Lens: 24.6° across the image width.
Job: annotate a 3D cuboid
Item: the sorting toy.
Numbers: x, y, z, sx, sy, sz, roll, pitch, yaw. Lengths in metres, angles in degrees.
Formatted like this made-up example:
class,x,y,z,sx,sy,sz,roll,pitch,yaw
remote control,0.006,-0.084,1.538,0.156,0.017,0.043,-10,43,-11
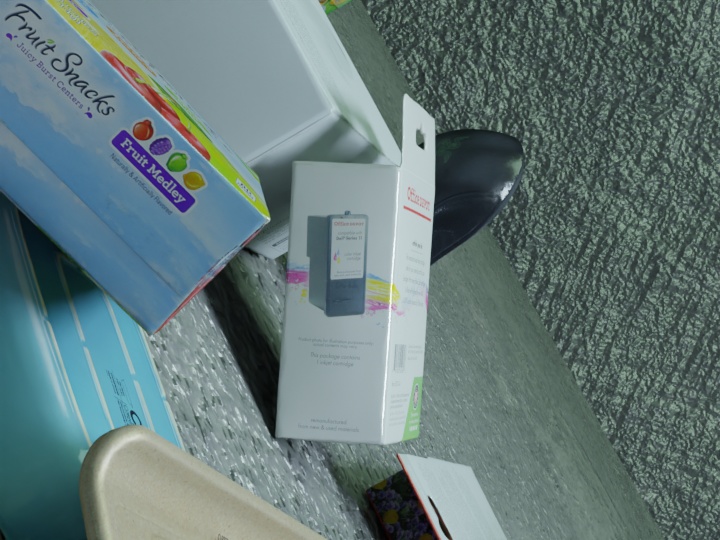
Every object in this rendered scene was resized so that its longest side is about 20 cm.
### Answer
class,x,y,z,sx,sy,sz,roll,pitch,yaw
sorting toy,-0.041,0.172,0.575,0.185,0.036,0.200,45,29,-57

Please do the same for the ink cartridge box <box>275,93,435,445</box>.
class,x,y,z,sx,sy,sz,roll,pitch,yaw
ink cartridge box,0.000,0.000,0.982,0.117,0.067,0.200,17,77,-77

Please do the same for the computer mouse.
class,x,y,z,sx,sy,sz,roll,pitch,yaw
computer mouse,0.028,-0.031,1.155,0.053,0.200,0.139,38,20,-27

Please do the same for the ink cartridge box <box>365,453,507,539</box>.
class,x,y,z,sx,sy,sz,roll,pitch,yaw
ink cartridge box,0.054,0.180,1.065,0.109,0.050,0.200,63,11,16

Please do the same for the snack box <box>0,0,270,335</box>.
class,x,y,z,sx,sy,sz,roll,pitch,yaw
snack box,-0.118,-0.068,0.669,0.169,0.068,0.200,45,1,-10

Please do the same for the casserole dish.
class,x,y,z,sx,sy,sz,roll,pitch,yaw
casserole dish,-0.111,0.044,0.636,0.121,0.039,0.200,45,18,-56

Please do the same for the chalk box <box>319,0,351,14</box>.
class,x,y,z,sx,sy,sz,roll,pitch,yaw
chalk box,-0.077,-0.326,1.699,0.124,0.124,0.200,63,10,15

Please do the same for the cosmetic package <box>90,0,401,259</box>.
class,x,y,z,sx,sy,sz,roll,pitch,yaw
cosmetic package,-0.083,-0.132,1.063,0.199,0.123,0.200,62,8,15
